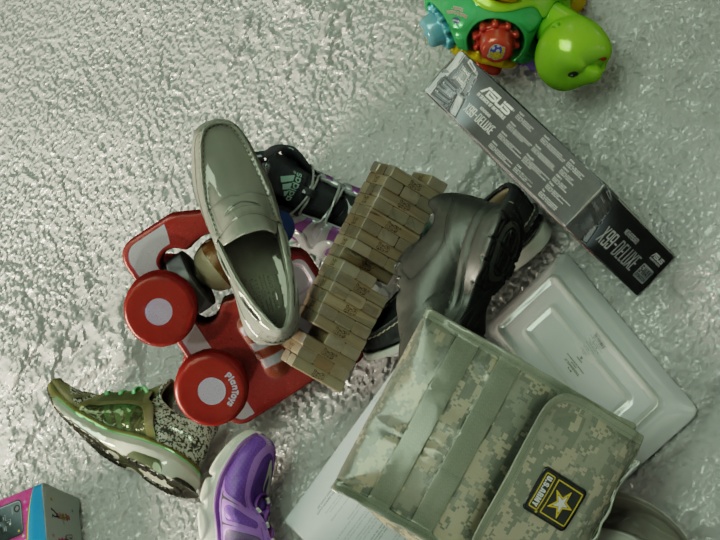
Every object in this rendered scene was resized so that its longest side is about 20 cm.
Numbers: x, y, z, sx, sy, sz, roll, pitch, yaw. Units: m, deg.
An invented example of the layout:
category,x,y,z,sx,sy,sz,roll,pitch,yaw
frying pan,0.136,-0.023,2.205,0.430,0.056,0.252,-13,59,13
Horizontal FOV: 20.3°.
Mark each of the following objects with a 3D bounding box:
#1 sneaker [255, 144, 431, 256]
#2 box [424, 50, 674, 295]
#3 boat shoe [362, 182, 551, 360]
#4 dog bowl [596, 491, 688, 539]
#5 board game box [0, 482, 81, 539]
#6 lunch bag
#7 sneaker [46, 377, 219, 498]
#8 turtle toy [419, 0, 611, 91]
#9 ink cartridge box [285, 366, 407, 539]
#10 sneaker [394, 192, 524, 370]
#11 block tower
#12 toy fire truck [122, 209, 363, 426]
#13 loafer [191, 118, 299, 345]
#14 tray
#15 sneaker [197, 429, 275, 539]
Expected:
category,x,y,z,sx,sy,sz,roll,pitch,yaw
sneaker,-0.042,-0.062,1.802,0.199,0.140,0.078,11,72,34
box,0.157,-0.082,1.684,0.050,0.158,0.200,-46,53,5
boat shoe,0.071,0.001,1.743,0.199,0.060,0.074,-35,23,12
dog bowl,0.188,0.276,1.570,0.198,0.059,0.202,-12,63,25
board game box,-0.352,0.302,1.879,0.199,0.064,0.149,-22,60,20
lunch bag,0.102,0.150,1.555,0.199,0.118,0.165,29,87,10
sneaker,-0.205,0.137,1.869,0.199,0.077,0.089,26,71,31
turtle toy,0.135,-0.221,1.782,0.199,0.145,0.102,18,99,34
ink cartridge box,0.057,0.188,1.687,0.200,0.041,0.200,-53,46,0
sneaker,0.064,0.029,1.679,0.090,0.076,0.201,21,84,30
block tower,0.000,0.000,1.740,0.201,0.058,0.054,-61,19,-2
toy fire truck,-0.110,0.031,1.790,0.167,0.112,0.201,-32,98,5
loafer,-0.094,-0.036,1.714,0.069,0.070,0.202,-19,86,-13
tray,0.183,0.082,1.680,0.107,0.022,0.200,-42,54,7
sneaker,-0.092,0.241,1.748,0.083,0.080,0.202,1,79,29
